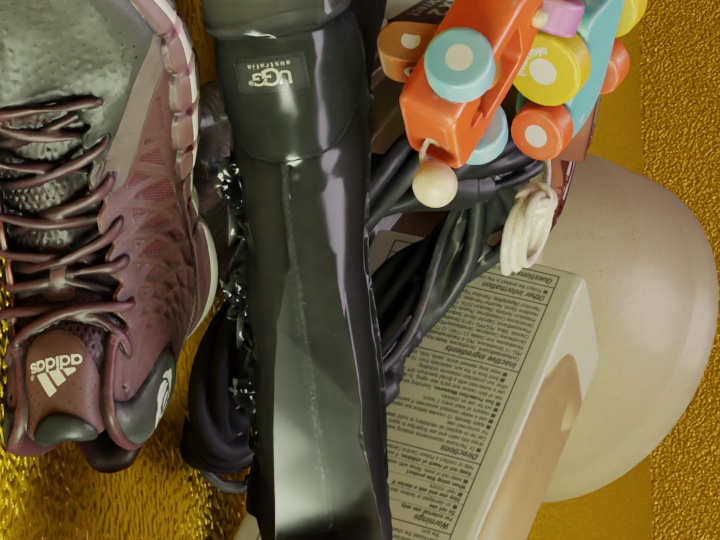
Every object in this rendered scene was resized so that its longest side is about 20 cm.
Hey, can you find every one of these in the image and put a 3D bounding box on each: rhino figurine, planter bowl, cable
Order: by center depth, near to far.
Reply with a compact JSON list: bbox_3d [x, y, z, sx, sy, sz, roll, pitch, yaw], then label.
[{"bbox_3d":[-0.051,-0.032,1.006,0.060,0.087,0.200,46,4,14],"label":"rhino figurine"},{"bbox_3d":[0.000,0.000,1.034,0.200,0.051,0.163,-42,155,-16],"label":"cable"},{"bbox_3d":[0.079,0.014,1.432,0.135,0.200,0.201,29,52,-44],"label":"planter bowl"}]

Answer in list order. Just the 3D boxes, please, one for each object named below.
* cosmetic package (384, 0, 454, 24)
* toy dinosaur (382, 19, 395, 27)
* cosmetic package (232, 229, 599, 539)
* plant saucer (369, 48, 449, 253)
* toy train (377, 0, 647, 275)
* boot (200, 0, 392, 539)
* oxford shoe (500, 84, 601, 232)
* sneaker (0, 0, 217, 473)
[{"bbox_3d":[0.008,-0.222,1.007,0.165,0.164,0.201,-28,-120,58],"label":"cosmetic package"},{"bbox_3d":[-0.014,-0.145,1.236,0.200,0.085,0.136,-26,111,-74],"label":"toy dinosaur"},{"bbox_3d":[0.022,0.089,1.110,0.201,0.105,0.071,-63,155,-28],"label":"cosmetic package"},{"bbox_3d":[0.007,-0.014,1.187,0.200,0.029,0.201,-45,148,-39],"label":"plant saucer"},{"bbox_3d":[0.049,-0.078,0.928,0.151,0.055,0.200,-62,165,-10],"label":"toy train"},{"bbox_3d":[-0.013,-0.013,0.905,0.165,0.065,0.201,-56,139,-72],"label":"boot"},{"bbox_3d":[0.064,-0.068,1.152,0.200,0.074,0.071,100,3,-69],"label":"oxford shoe"},{"bbox_3d":[-0.089,-0.009,0.820,0.200,0.075,0.116,74,19,-48],"label":"sneaker"}]
